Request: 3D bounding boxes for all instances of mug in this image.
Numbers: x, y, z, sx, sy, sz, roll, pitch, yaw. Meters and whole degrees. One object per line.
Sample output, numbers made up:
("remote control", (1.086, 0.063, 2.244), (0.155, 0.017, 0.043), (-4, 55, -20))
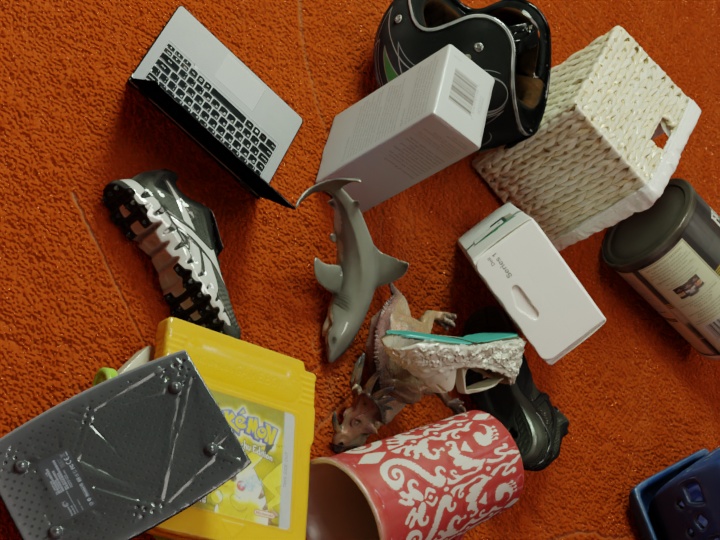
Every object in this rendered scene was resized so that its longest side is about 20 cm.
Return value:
("mug", (0.049, 0.233, 1.469), (0.200, 0.178, 0.134), (-18, 55, -36))

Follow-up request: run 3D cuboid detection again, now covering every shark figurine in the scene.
("shark figurine", (0.004, -0.022, 1.519), (0.128, 0.089, 0.215), (-52, 144, -52))

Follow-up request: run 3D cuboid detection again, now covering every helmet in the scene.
("helmet", (0.110, -0.236, 1.686), (0.200, 0.190, 0.201), (5, 90, -67))

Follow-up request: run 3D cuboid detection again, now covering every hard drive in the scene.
("hard drive", (-0.210, 0.167, 1.261), (0.200, 0.042, 0.135), (-27, 72, -20))

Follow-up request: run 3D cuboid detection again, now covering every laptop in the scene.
("laptop", (-0.129, -0.170, 1.495), (0.187, 0.116, 0.200), (42, 49, -21))

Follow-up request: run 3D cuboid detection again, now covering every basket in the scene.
("basket", (0.278, -0.159, 1.797), (0.161, 0.200, 0.198), (47, 47, -13))

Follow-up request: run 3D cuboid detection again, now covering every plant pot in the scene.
("plant pot", (0.450, 0.305, 1.757), (0.200, 0.180, 0.201), (-17, 84, -44))

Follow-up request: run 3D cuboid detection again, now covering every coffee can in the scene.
("coffee can", (0.432, 0.000, 1.900), (0.200, 0.146, 0.147), (42, 49, -21))

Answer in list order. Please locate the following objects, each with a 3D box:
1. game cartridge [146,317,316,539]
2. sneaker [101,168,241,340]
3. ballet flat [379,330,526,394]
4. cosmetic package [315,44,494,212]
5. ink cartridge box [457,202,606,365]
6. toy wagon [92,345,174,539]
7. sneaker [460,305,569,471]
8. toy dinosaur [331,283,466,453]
("game cartridge", (-0.120, 0.160, 1.362), (0.176, 0.032, 0.201), (21, 61, -34))
("sneaker", (-0.163, -0.017, 1.431), (0.090, 0.066, 0.200), (-37, 95, -42))
("ballet flat", (0.101, 0.095, 1.503), (0.200, 0.072, 0.072), (3, 70, -44))
("cosmetic package", (0.046, -0.149, 1.582), (0.071, 0.200, 0.102), (34, 53, -27))
("ink cartridge box", (0.188, 0.011, 1.642), (0.146, 0.084, 0.200), (53, 3, -7))
("toy wagon", (-0.176, 0.172, 1.356), (0.155, 0.040, 0.201), (13, 64, -37))
("sneaker", (0.175, 0.140, 1.665), (0.114, 0.076, 0.200), (35, 31, -54))
("toy dinosaur", (0.032, 0.092, 1.541), (0.135, 0.086, 0.201), (16, 64, -39))
